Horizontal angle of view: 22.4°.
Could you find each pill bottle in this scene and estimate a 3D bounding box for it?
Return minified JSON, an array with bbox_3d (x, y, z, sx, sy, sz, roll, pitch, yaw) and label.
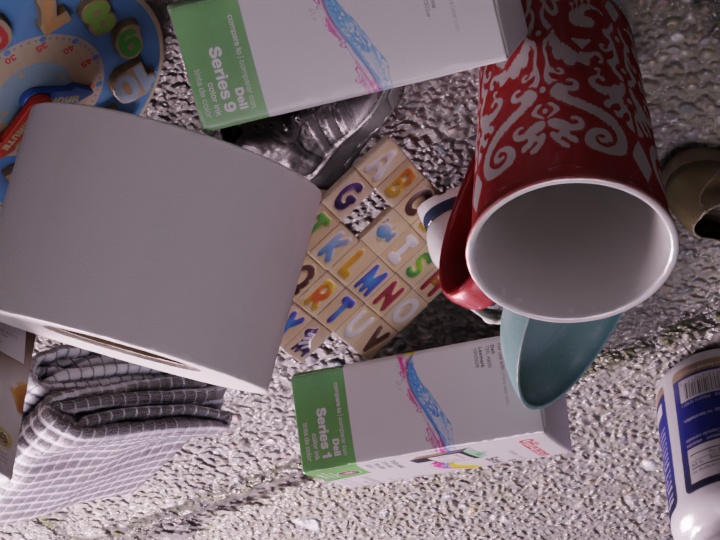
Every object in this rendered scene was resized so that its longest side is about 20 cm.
[{"bbox_3d":[0.305,0.172,1.479,0.115,0.201,0.116,1,138,1],"label":"pill bottle"}]

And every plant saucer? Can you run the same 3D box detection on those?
[{"bbox_3d":[0.156,0.005,1.341,0.036,0.200,0.201,27,144,24],"label":"plant saucer"}]

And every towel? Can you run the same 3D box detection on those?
[{"bbox_3d":[-0.218,0.132,1.479,0.199,0.086,0.166,-3,149,-45],"label":"towel"}]

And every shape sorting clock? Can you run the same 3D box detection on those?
[{"bbox_3d":[-0.222,-0.118,1.233,0.199,0.039,0.200,-28,152,-16],"label":"shape sorting clock"}]

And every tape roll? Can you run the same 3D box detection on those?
[{"bbox_3d":[-0.138,-0.013,1.192,0.201,0.140,0.203,15,173,2],"label":"tape roll"}]

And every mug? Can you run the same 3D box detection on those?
[{"bbox_3d":[0.116,-0.079,1.214,0.177,0.201,0.134,-16,135,19],"label":"mug"}]

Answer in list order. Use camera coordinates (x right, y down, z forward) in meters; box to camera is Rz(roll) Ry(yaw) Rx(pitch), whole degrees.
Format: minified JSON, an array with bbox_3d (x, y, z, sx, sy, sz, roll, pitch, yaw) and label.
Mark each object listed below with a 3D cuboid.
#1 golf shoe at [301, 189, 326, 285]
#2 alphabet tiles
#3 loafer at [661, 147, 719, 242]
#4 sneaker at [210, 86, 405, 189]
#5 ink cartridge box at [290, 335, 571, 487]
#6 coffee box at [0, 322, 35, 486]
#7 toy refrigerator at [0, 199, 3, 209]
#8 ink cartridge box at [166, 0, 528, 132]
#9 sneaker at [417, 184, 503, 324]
[{"bbox_3d":[-0.114,-0.011,1.376,0.199,0.092,0.075,-17,136,21],"label":"golf shoe"},{"bbox_3d":[0.000,0.000,1.358,0.167,0.008,0.200,-44,146,3],"label":"alphabet tiles"},{"bbox_3d":[0.318,-0.038,1.349,0.199,0.068,0.076,6,137,-5],"label":"loafer"},{"bbox_3d":[-0.046,-0.113,1.284,0.104,0.060,0.200,14,139,-20],"label":"sneaker"},{"bbox_3d":[0.061,0.116,1.472,0.199,0.085,0.145,-11,166,13],"label":"ink cartridge box"},{"bbox_3d":[-0.293,0.071,1.276,0.114,0.201,0.080,-32,129,32],"label":"coffee box"},{"bbox_3d":[-0.289,-0.007,1.396,0.069,0.076,0.201,5,138,-3],"label":"toy refrigerator"},{"bbox_3d":[-0.002,-0.159,1.148,0.199,0.145,0.088,-14,101,12],"label":"ink cartridge box"},{"bbox_3d":[0.109,0.010,1.382,0.076,0.081,0.200,-31,145,21],"label":"sneaker"}]
